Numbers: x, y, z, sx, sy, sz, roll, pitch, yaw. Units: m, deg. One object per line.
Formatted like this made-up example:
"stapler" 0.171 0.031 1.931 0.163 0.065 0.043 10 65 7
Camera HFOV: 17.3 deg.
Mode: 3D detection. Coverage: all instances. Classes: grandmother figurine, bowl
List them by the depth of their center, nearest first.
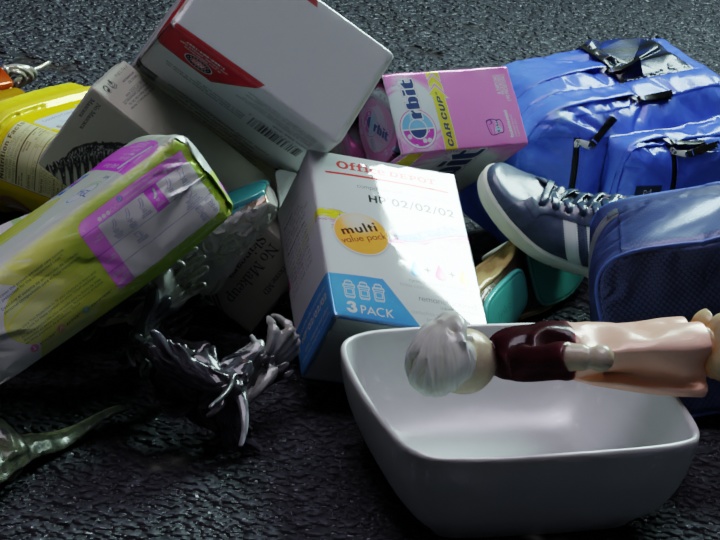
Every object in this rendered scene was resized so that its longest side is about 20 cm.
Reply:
"grandmother figurine" 0.126 0.052 1.453 0.199 0.061 0.121 -2 -6 -9
"bowl" 0.095 0.103 1.484 0.199 0.075 0.200 -3 23 -15

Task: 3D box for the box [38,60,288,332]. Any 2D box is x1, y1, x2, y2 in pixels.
"box" -0.126 -0.053 1.706 0.200 0.082 0.068 38 26 -1

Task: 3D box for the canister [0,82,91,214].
"canister" -0.191 -0.076 1.869 0.200 0.087 0.148 20 26 32

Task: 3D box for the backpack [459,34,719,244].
"backpack" 0.185 -0.091 1.866 0.200 0.163 0.168 -7 27 -26

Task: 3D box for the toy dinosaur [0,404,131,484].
"toy dinosaur" -0.235 0.107 1.468 0.088 0.048 0.200 18 21 24

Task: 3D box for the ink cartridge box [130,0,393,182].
"ink cartridge box" -0.081 -0.143 1.715 0.144 0.084 0.200 35 -18 -9

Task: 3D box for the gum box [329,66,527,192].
"gum box" 0.026 -0.088 1.829 0.113 0.066 0.200 -7 -15 -30

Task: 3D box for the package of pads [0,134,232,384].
"package of pads" -0.185 -0.009 1.517 0.200 0.068 0.154 -37 12 -10

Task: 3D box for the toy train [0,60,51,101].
"toy train" -0.303 -0.143 2.035 0.116 0.085 0.200 31 33 31

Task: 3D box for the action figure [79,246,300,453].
"action figure" -0.107 0.046 1.541 0.102 0.119 0.200 -50 32 -8

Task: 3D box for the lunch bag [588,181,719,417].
"lunch bag" 0.255 0.010 1.626 0.199 0.136 0.132 -7 22 5

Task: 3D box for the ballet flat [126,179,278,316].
"ballet flat" -0.131 -0.008 1.653 0.200 0.072 0.072 -16 11 29

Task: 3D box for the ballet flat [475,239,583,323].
"ballet flat" 0.104 0.007 1.743 0.063 0.069 0.200 -1 15 30

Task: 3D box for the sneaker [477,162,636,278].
"sneaker" 0.183 -0.034 1.721 0.200 0.085 0.075 31 37 -5

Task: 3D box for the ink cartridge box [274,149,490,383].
"ink cartridge box" 0.011 -0.013 1.639 0.115 0.068 0.200 9 44 -20

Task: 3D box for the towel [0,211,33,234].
"towel" -0.281 -0.003 1.659 0.200 0.023 0.153 -22 18 -11
